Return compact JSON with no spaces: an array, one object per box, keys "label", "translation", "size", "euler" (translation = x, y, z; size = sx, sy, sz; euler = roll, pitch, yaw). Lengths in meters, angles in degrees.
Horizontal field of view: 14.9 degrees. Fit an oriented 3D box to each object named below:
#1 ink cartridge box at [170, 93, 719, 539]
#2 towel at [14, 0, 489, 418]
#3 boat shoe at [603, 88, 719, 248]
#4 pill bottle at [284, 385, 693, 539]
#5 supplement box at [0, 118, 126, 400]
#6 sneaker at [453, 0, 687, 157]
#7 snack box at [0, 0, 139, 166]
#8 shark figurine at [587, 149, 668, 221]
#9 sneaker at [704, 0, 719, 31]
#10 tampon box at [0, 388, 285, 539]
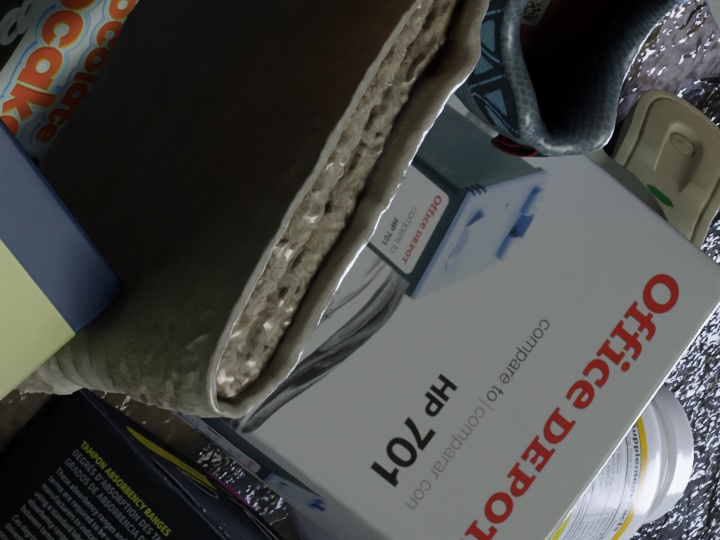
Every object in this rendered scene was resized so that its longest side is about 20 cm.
[{"label":"ink cartridge box","translation":[0.000,0.000,0.920],"size":[0.147,0.200,0.086],"euler":[-53,-174,-12]},{"label":"towel","translation":[-0.035,-0.045,0.795],"size":[0.034,0.132,0.200],"euler":[46,63,-34]},{"label":"boat shoe","translation":[0.098,-0.007,1.140],"size":[0.068,0.072,0.200],"euler":[-46,180,35]},{"label":"pill bottle","translation":[0.063,0.082,1.211],"size":[0.200,0.104,0.104],"euler":[1,125,-52]},{"label":"supplement box","translation":[-0.208,-0.017,0.703],"size":[0.200,0.134,0.200],"euler":[-41,136,-8]},{"label":"sneaker","translation":[0.084,-0.120,0.814],"size":[0.079,0.096,0.200],"euler":[4,126,-24]},{"label":"snack box","translation":[-0.119,-0.082,0.866],"size":[0.200,0.037,0.116],"euler":[-52,149,9]},{"label":"shark figurine","translation":[0.025,-0.027,1.027],"size":[0.214,0.128,0.090],"euler":[-6,142,-46]},{"label":"sneaker","translation":[0.117,-0.165,0.899],"size":[0.078,0.079,0.200],"euler":[-13,131,7]},{"label":"tampon box","translation":[-0.110,0.174,1.084],"size":[0.200,0.126,0.150],"euler":[-47,150,-1]}]
